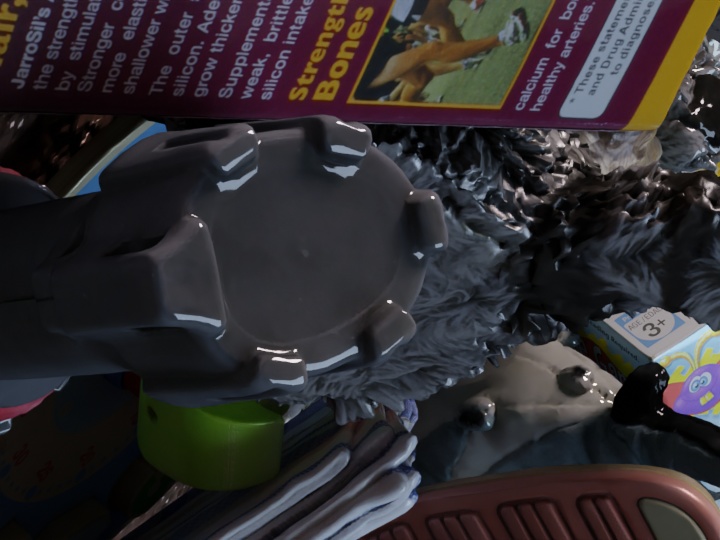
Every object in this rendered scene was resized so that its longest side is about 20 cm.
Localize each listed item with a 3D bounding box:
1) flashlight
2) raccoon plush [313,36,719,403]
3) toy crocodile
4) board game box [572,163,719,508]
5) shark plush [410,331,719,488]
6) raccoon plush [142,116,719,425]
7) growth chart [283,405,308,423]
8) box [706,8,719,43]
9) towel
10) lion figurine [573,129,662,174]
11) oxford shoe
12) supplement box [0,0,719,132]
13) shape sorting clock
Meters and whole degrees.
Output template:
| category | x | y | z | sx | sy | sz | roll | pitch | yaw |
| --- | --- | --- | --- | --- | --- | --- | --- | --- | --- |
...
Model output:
| category | x | y | z | sx | sy | sz | roll | pitch | yaw |
| --- | --- | --- | --- | --- | --- | --- | --- | --- | --- |
| flashlight | -0.054 | 0.001 | 0.589 | 0.200 | 0.068 | 0.068 | -7 | -127 | 57 |
| raccoon plush | 0.051 | -0.048 | 0.964 | 0.200 | 0.097 | 0.134 | -36 | 180 | 16 |
| toy crocodile | 0.000 | 0.000 | 0.798 | 0.200 | 0.062 | 0.068 | -30 | 141 | -53 |
| board game box | 0.132 | 0.050 | 1.044 | 0.105 | 0.103 | 0.200 | -34 | 133 | -15 |
| shark plush | 0.069 | 0.054 | 0.977 | 0.083 | 0.200 | 0.091 | 56 | 48 | -22 |
| raccoon plush | 0.023 | -0.036 | 0.705 | 0.134 | 0.200 | 0.097 | -89 | -165 | -45 |
| growth chart | 0.021 | 0.022 | 1.083 | 0.145 | 0.018 | 0.200 | -58 | 162 | -1 |
| box | 0.144 | -0.150 | 0.722 | 0.200 | 0.152 | 0.106 | -56 | 178 | -5 |
| towel | -0.044 | 0.080 | 0.802 | 0.147 | 0.024 | 0.200 | -34 | -178 | 2 |
| lion figurine | 0.100 | -0.107 | 0.805 | 0.200 | 0.123 | 0.072 | -35 | 144 | 4 |
| oxford shoe | 0.021 | 0.086 | 0.814 | 0.200 | 0.071 | 0.074 | -18 | -165 | 32 |
| supplement box | -0.012 | -0.096 | 0.564 | 0.200 | 0.086 | 0.110 | 0 | 125 | -40 |
| shape sorting clock | -0.067 | 0.023 | 0.815 | 0.200 | 0.039 | 0.200 | -49 | 160 | -25 |
